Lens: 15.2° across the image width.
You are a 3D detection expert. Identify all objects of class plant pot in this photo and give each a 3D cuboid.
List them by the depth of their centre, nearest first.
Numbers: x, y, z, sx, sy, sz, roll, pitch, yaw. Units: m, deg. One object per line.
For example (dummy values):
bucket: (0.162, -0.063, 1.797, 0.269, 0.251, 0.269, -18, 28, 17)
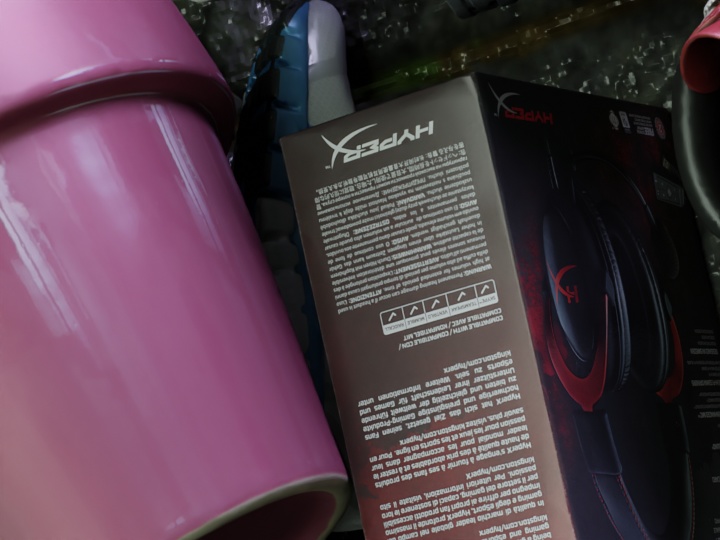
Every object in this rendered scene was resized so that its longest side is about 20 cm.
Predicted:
plant pot: (-0.102, 0.030, 0.837, 0.200, 0.200, 0.179, -42, 72, 23)

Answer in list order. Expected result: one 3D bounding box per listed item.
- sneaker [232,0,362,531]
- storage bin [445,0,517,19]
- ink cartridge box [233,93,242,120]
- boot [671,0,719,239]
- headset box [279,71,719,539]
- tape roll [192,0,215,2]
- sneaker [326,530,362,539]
sneaker: (0.000, 0.000, 0.947, 0.086, 0.075, 0.201, 2, 71, -12)
storage bin: (0.044, -0.198, 0.841, 0.093, 0.135, 0.201, -15, 59, 16)
ink cartridge box: (-0.143, -0.014, 1.018, 0.161, 0.050, 0.201, 37, 105, 39)
boot: (0.142, -0.105, 0.814, 0.072, 0.144, 0.201, 3, 89, 31)
headset box: (0.060, 0.048, 0.856, 0.075, 0.148, 0.201, -17, 79, 29)
tape roll: (-0.055, -0.194, 0.922, 0.203, 0.037, 0.204, 169, 90, -72)
sneaker: (-0.036, 0.131, 0.967, 0.088, 0.076, 0.201, -40, 66, 39)
